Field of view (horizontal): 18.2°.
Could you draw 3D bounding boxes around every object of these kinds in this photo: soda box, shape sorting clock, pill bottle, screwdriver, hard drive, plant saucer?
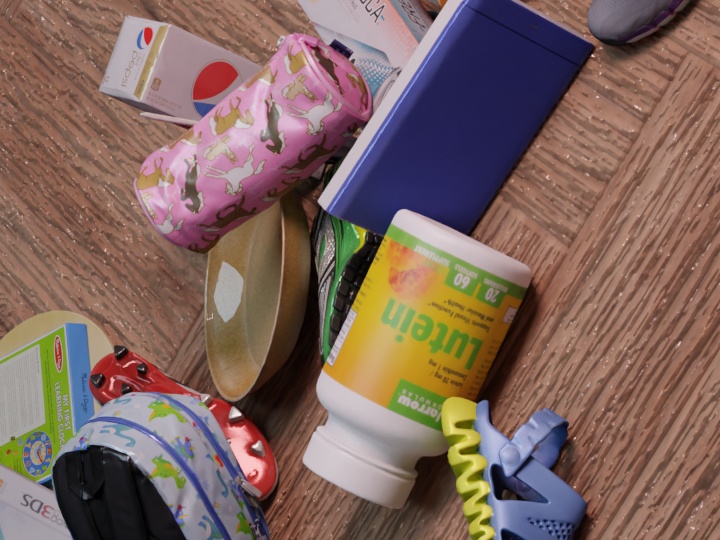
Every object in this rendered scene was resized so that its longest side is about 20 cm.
[{"bbox_3d":[-0.109,-0.138,1.810,0.064,0.200,0.068,18,87,49],"label":"soda box"},{"bbox_3d":[-0.284,0.134,2.002,0.200,0.039,0.200,-16,65,38],"label":"shape sorting clock"},{"bbox_3d":[0.036,0.067,1.638,0.111,0.111,0.200,29,96,49],"label":"pill bottle"},{"bbox_3d":[-0.081,-0.107,1.771,0.029,0.200,0.028,23,103,55],"label":"screwdriver"},{"bbox_3d":[0.071,-0.109,1.658,0.200,0.132,0.025,-57,43,13],"label":"hard drive"},{"bbox_3d":[0.015,-0.186,1.762,0.068,0.064,0.200,-49,43,18],"label":"soda box"},{"bbox_3d":[-0.080,0.006,1.803,0.200,0.035,0.201,-175,90,-69],"label":"plant saucer"}]

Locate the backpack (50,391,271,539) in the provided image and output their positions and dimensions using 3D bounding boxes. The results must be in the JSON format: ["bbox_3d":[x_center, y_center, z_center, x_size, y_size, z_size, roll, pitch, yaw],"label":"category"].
[{"bbox_3d":[-0.154,0.192,1.730,0.163,0.200,0.154,-6,40,45],"label":"backpack"}]

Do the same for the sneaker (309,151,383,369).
[{"bbox_3d":[0.000,0.000,1.745,0.085,0.078,0.200,-24,53,56],"label":"sneaker"}]

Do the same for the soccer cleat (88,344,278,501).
[{"bbox_3d":[-0.141,0.133,1.837,0.200,0.085,0.069,30,69,26],"label":"soccer cleat"}]

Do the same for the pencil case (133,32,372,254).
[{"bbox_3d":[-0.084,-0.096,1.707,0.200,0.083,0.087,-39,48,25],"label":"pencil case"}]

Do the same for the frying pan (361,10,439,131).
[{"bbox_3d":[0.016,-0.143,1.807,0.190,0.031,0.115,-16,60,45],"label":"frying pan"}]

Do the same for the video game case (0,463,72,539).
[{"bbox_3d":[-0.291,0.286,1.909,0.182,0.022,0.200,22,83,34],"label":"video game case"}]

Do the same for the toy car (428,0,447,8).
[{"bbox_3d":[0.065,-0.275,1.724,0.184,0.177,0.200,-13,76,30],"label":"toy car"}]

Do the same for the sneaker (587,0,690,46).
[{"bbox_3d":[0.218,-0.247,1.594,0.200,0.087,0.074,-45,46,24],"label":"sneaker"}]

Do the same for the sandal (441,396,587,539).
[{"bbox_3d":[0.116,0.171,1.541,0.087,0.080,0.200,-15,69,3],"label":"sandal"}]
